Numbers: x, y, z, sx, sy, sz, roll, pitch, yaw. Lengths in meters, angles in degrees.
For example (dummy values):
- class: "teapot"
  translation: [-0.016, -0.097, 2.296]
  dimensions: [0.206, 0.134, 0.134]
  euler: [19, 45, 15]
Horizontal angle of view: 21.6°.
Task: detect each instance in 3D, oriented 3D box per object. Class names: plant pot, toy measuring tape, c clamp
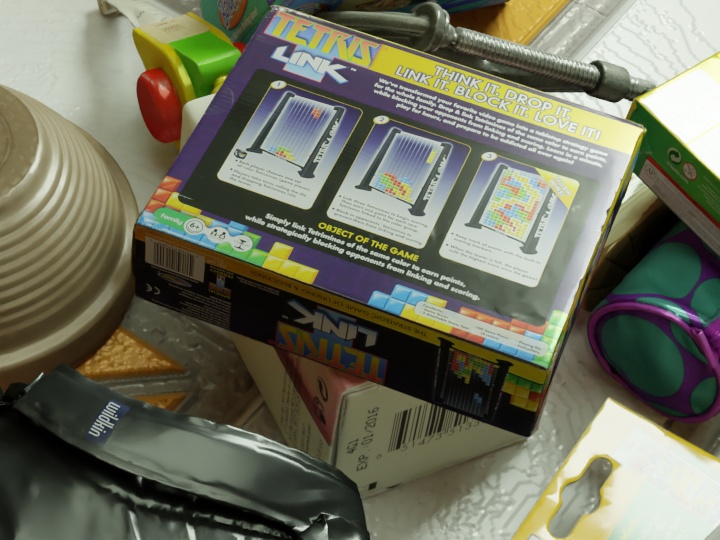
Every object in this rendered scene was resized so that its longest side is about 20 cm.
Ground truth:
- class: "plant pot"
  translation: [-0.214, -0.036, 0.989]
  dimensions: [0.200, 0.093, 0.202]
  euler: [4, 51, -5]
- class: "toy measuring tape"
  translation: [-0.105, -0.111, 1.086]
  dimensions: [0.073, 0.074, 0.200]
  euler: [-18, 27, -21]
- class: "c clamp"
  translation: [0.078, -0.121, 1.054]
  dimensions: [0.199, 0.027, 0.171]
  euler: [11, 2, -28]

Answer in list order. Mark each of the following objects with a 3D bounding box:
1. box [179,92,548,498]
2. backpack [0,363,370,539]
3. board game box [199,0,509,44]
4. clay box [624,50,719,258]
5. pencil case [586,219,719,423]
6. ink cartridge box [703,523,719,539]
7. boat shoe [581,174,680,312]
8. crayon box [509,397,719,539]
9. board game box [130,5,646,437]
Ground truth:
- class: "box"
  translation: [0.000, 0.000, 0.974]
  dimensions: [0.127, 0.109, 0.200]
  euler: [-18, 55, -20]
- class: "backpack"
  translation: [-0.091, 0.142, 0.837]
  dimensions: [0.199, 0.127, 0.168]
  euler: [6, 62, -3]
- class: "board game box"
  translation: [0.019, -0.177, 1.096]
  dimensions: [0.199, 0.152, 0.045]
  euler: [-15, 86, -19]
- class: "clay box"
  translation: [0.243, -0.078, 0.995]
  dimensions: [0.200, 0.048, 0.115]
  euler: [-28, 64, -30]
- class: "pencil case"
  translation: [0.211, -0.006, 1.017]
  dimensions: [0.200, 0.092, 0.085]
  euler: [-42, 106, -31]
- class: "ink cartridge box"
  translation: [0.157, 0.203, 0.758]
  dimensions: [0.200, 0.147, 0.146]
  euler: [-41, 70, -8]
- class: "boat shoe"
  translation: [0.165, -0.056, 1.063]
  dimensions: [0.065, 0.073, 0.200]
  euler: [35, 50, 22]
- class: "crayon box"
  translation: [0.173, 0.162, 0.900]
  dimensions: [0.199, 0.052, 0.126]
  euler: [30, 53, 16]
- class: "board game box"
  translation: [0.016, -0.029, 0.893]
  dimensions: [0.199, 0.057, 0.166]
  euler: [20, 49, 10]
